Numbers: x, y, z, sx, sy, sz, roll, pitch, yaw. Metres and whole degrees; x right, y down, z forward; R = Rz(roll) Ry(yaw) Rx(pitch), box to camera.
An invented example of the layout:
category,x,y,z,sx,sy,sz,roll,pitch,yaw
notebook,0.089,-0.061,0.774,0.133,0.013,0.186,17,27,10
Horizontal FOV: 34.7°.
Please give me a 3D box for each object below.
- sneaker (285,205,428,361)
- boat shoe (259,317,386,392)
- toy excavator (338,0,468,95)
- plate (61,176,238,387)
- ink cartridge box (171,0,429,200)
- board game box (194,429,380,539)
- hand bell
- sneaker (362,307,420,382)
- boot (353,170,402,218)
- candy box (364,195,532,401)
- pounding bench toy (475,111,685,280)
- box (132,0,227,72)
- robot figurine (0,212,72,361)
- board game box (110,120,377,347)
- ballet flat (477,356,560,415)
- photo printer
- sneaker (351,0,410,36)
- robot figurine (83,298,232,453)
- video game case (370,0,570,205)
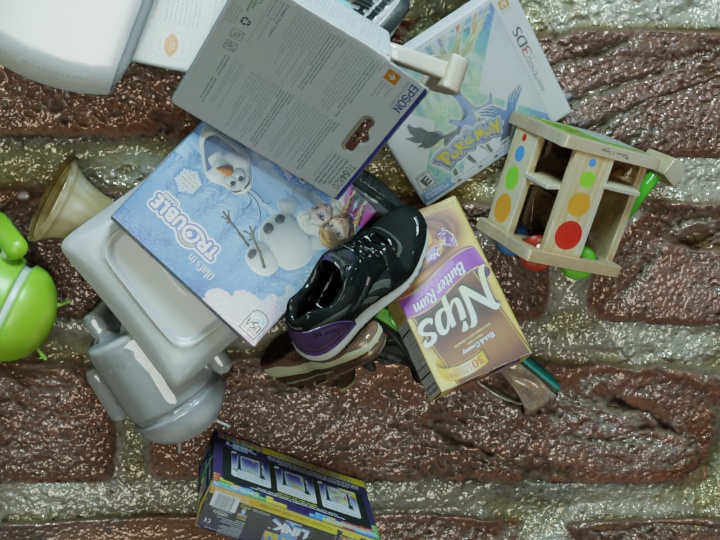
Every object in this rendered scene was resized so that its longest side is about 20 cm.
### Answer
category,x,y,z,sx,sy,sz,roll,pitch,yaw
sneaker,0.000,0.000,1.186,0.076,0.088,0.200,30,69,26
boat shoe,-0.028,0.097,1.286,0.075,0.202,0.075,45,60,-21
toy excavator,-0.018,-0.228,1.155,0.194,0.200,0.100,17,93,-46
plate,-0.181,-0.011,1.230,0.200,0.032,0.200,-39,97,-13
ink cartridge box,-0.058,-0.180,1.111,0.200,0.041,0.200,31,139,-12
board game box,-0.087,0.266,1.320,0.200,0.165,0.057,21,99,-10
hand bell,-0.256,-0.036,1.282,0.200,0.104,0.104,28,100,-24
sneaker,0.007,0.070,1.328,0.200,0.077,0.084,28,102,-8
boot,-0.063,-0.071,1.297,0.200,0.070,0.132,27,103,0
candy box,0.093,0.030,1.280,0.117,0.056,0.200,-22,79,-16
pounding bench toy,0.256,-0.071,1.288,0.200,0.124,0.156,10,105,-25
box,-0.238,-0.285,1.203,0.200,0.097,0.125,11,103,-9
robot figurine,-0.421,0.026,1.252,0.200,0.116,0.176,25,106,-11
board game box,-0.120,-0.059,1.208,0.200,0.043,0.199,43,81,-9
ballet flat,0.151,0.099,1.356,0.067,0.068,0.200,-42,103,12
photo printer,-0.284,-0.278,1.113,0.166,0.069,0.200,22,101,-11
sneaker,-0.010,-0.221,1.265,0.080,0.074,0.200,34,102,-30
robot figurine,-0.228,0.112,1.295,0.170,0.113,0.200,-25,106,22
video game case,0.114,-0.191,1.269,0.200,0.022,0.182,-33,125,3
